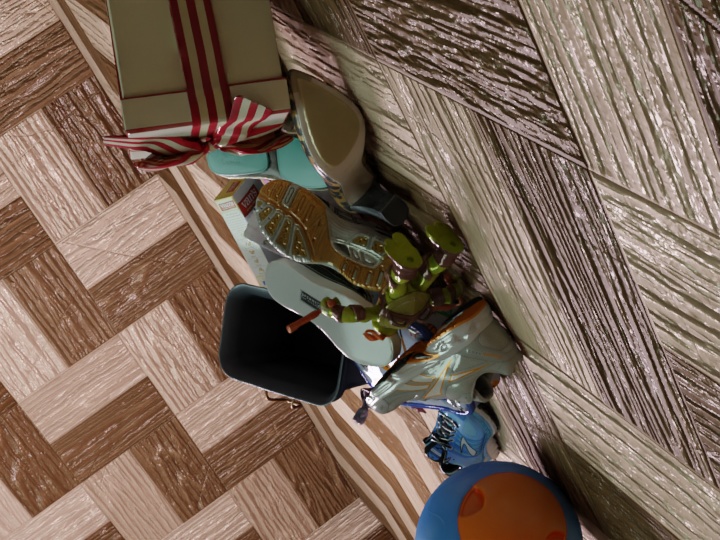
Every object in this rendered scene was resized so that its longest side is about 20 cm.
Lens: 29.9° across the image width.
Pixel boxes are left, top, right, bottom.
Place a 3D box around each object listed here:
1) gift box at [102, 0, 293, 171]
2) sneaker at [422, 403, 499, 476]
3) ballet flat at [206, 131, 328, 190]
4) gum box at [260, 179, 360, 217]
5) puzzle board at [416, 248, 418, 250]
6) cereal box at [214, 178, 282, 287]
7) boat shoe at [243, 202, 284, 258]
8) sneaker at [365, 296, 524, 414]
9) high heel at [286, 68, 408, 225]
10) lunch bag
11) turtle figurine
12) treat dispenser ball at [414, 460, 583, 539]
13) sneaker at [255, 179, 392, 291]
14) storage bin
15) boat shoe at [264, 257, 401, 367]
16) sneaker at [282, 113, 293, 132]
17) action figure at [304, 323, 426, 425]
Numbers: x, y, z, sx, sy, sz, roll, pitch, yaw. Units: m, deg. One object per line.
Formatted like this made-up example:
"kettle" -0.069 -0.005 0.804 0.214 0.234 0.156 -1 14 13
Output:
"gift box" -0.171 -0.201 1.340 0.200 0.184 0.188 149 112 -86
"sneaker" 0.125 0.214 1.738 0.078 0.090 0.200 48 167 34
"ballet flat" -0.091 -0.137 1.602 0.199 0.070 0.070 10 146 28
"gum box" -0.039 -0.050 1.704 0.200 0.066 0.113 58 169 -19
"puzzle board" 0.000 0.000 1.599 0.199 0.017 0.151 20 145 32
"cereal box" -0.116 -0.055 1.857 0.039 0.144 0.201 -10 120 30
"boat shoe" -0.083 -0.028 1.813 0.200 0.067 0.074 35 180 -37
"sneaker" 0.087 0.115 1.412 0.092 0.076 0.200 47 132 -3
"high heel" -0.037 -0.133 1.406 0.200 0.071 0.142 54 170 -25
"lunch bag" 0.064 0.095 1.553 0.200 0.076 0.161 4 131 54
"turtle figurine" 0.034 0.025 1.348 0.162 0.199 0.065 114 145 -51
"treat dispenser ball" 0.164 0.328 1.601 0.201 0.201 0.201 52 170 13
"sneaker" -0.027 -0.033 1.492 0.200 0.076 0.088 33 -168 19
"storage bin" -0.062 0.100 1.733 0.199 0.146 0.134 13 -172 36
"boat shoe" -0.019 0.035 1.490 0.200 0.064 0.071 35 128 33
"sneaker" -0.118 -0.218 1.537 0.080 0.071 0.200 34 177 20
"action figure" 0.018 0.127 1.854 0.200 0.134 0.149 43 -174 5
